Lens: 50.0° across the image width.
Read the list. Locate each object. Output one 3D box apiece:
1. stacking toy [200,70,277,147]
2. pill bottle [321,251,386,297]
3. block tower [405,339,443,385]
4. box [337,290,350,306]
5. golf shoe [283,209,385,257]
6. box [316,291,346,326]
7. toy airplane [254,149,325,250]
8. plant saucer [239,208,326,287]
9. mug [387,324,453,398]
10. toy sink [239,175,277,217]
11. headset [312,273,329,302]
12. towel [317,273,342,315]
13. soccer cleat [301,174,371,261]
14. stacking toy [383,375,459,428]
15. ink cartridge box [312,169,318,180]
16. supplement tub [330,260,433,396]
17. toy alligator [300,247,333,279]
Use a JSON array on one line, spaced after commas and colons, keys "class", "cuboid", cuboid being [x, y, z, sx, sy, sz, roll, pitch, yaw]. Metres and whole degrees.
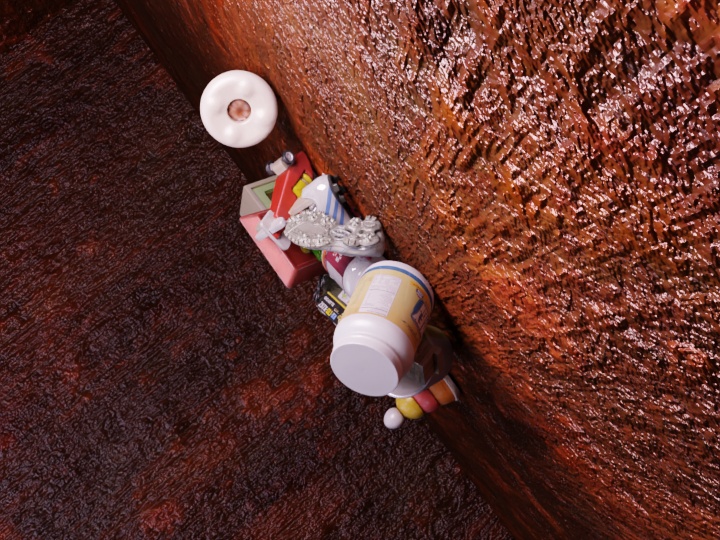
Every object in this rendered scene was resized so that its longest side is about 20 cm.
[{"class": "stacking toy", "cuboid": [-0.240, -0.347, 1.515, 0.147, 0.144, 0.202, 56, -170, -34]}, {"class": "pill bottle", "cuboid": [0.000, 0.000, 1.609, 0.110, 0.109, 0.200, 56, 173, -34]}, {"class": "block tower", "cuboid": [0.056, 0.141, 1.429, 0.197, 0.058, 0.055, 22, 139, 29]}, {"class": "box", "cuboid": [0.041, 0.121, 1.695, 0.200, 0.035, 0.110, 47, 174, -34]}, {"class": "golf shoe", "cuboid": [-0.047, -0.054, 1.439, 0.196, 0.080, 0.098, 10, 155, 21]}, {"class": "box", "cuboid": [0.003, 0.149, 1.746, 0.200, 0.049, 0.159, 46, 177, -30]}, {"class": "toy airplane", "cuboid": [-0.137, -0.129, 1.590, 0.140, 0.201, 0.200, 27, -168, -33]}, {"class": "plant saucer", "cuboid": [-0.157, -0.073, 1.798, 0.201, 0.037, 0.199, 54, -146, 9]}, {"class": "mug", "cuboid": [0.116, 0.151, 1.524, 0.147, 0.191, 0.152, 19, -173, 30]}, {"class": "toy sink", "cuboid": [-0.192, -0.170, 1.992, 0.131, 0.197, 0.113, 50, 144, 26]}, {"class": "headset", "cuboid": [-0.010, 0.061, 1.821, 0.196, 0.096, 0.124, 20, 170, -1]}, {"class": "towel", "cuboid": [-0.008, 0.089, 1.909, 0.197, 0.037, 0.150, 26, -145, -11]}, {"class": "soccer cleat", "cuboid": [-0.045, -0.094, 1.496, 0.070, 0.085, 0.202, -87, -28, -57]}, {"class": "stacking toy", "cuboid": [0.134, 0.314, 1.917, 0.147, 0.199, 0.146, 51, 173, 9]}, {"class": "ink cartridge box", "cuboid": [-0.116, -0.147, 1.755, 0.163, 0.050, 0.200, 52, 157, 10]}, {"class": "supplement tub", "cuboid": [0.037, 0.098, 1.328, 0.141, 0.202, 0.147, 13, 135, 14]}, {"class": "toy alligator", "cuboid": [-0.100, -0.065, 1.764, 0.201, 0.059, 0.054, 52, -143, 7]}]
